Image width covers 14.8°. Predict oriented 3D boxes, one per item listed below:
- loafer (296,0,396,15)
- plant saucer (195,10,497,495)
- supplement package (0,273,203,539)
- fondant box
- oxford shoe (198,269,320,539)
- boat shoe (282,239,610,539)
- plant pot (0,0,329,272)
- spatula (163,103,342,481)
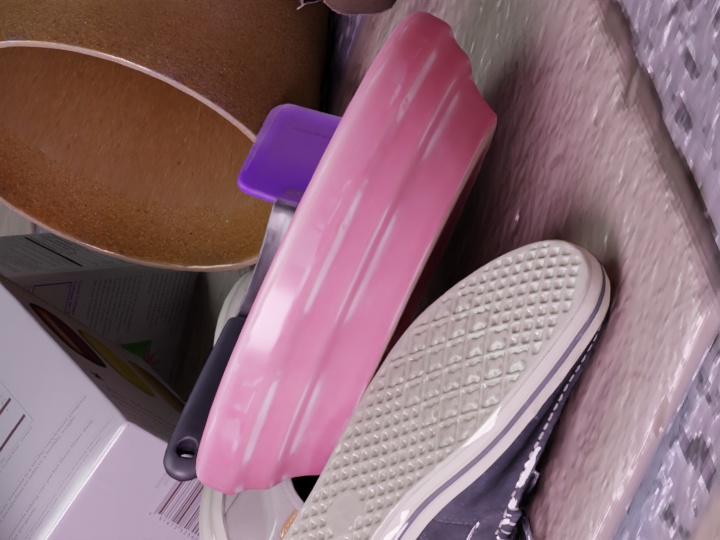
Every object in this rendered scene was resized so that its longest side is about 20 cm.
[{"bbox_3d":[0.010,-0.152,1.228,0.071,0.073,0.200,69,165,-10],"label":"loafer"},{"bbox_3d":[0.000,0.000,1.071,0.201,0.051,0.201,-64,-3,-7],"label":"plant saucer"},{"bbox_3d":[-0.137,0.098,1.312,0.110,0.114,0.200,-55,35,2],"label":"supplement package"},{"bbox_3d":[-0.181,0.058,1.475,0.058,0.200,0.145,25,107,31],"label":"fondant box"},{"bbox_3d":[-0.031,0.070,1.218,0.058,0.075,0.200,-21,34,16],"label":"oxford shoe"},{"bbox_3d":[0.032,0.076,0.997,0.200,0.062,0.075,-57,35,15],"label":"boat shoe"},{"bbox_3d":[-0.091,-0.132,1.365,0.186,0.186,0.201,-48,21,59],"label":"plant pot"},{"bbox_3d":[-0.044,0.007,1.212,0.021,0.056,0.200,85,-157,-60],"label":"spatula"}]
